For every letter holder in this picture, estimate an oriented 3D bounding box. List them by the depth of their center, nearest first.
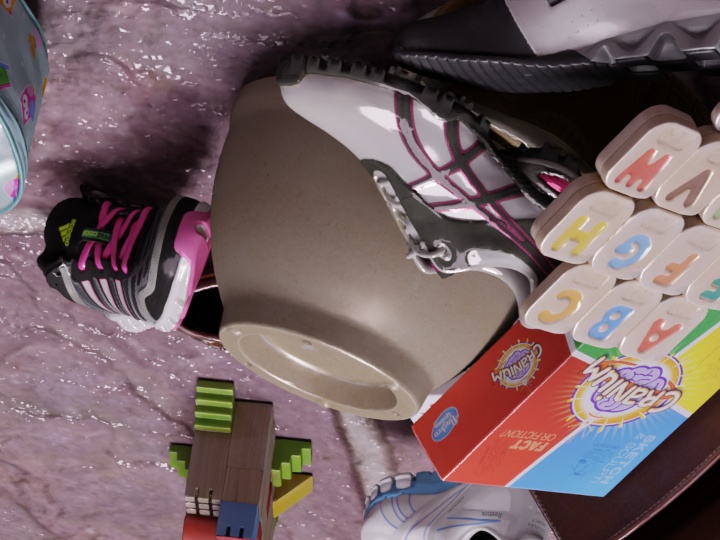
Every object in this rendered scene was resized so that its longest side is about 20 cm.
[{"bbox_3d":[0.217,0.115,1.761,0.200,0.142,0.100,-45,141,22],"label":"letter holder"}]

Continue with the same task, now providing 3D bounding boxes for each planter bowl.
[{"bbox_3d":[0.000,0.000,1.659,0.200,0.135,0.200,20,163,6],"label":"planter bowl"}]

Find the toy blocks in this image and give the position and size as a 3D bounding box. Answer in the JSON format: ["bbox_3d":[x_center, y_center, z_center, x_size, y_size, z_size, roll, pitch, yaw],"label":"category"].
[{"bbox_3d":[-0.091,0.183,2.043,0.100,0.137,0.200,6,149,3],"label":"toy blocks"}]

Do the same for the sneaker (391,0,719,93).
[{"bbox_3d":[0.113,-0.138,1.503,0.199,0.089,0.074,-5,172,11],"label":"sneaker"}]

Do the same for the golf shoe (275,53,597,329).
[{"bbox_3d":[0.039,-0.046,1.540,0.200,0.088,0.077,27,176,-12],"label":"golf shoe"}]

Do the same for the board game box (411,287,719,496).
[{"bbox_3d":[0.146,0.046,1.664,0.153,0.040,0.200,9,133,-48],"label":"board game box"}]

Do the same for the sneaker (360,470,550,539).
[{"bbox_3d":[0.057,0.172,1.912,0.075,0.087,0.200,23,152,-23],"label":"sneaker"}]

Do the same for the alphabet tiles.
[{"bbox_3d":[0.180,-0.025,1.533,0.200,0.015,0.196,17,126,-45],"label":"alphabet tiles"}]

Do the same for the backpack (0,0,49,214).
[{"bbox_3d":[-0.271,-0.092,1.607,0.199,0.154,0.176,-6,142,10],"label":"backpack"}]

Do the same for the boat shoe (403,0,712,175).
[{"bbox_3d":[0.109,-0.090,1.608,0.200,0.074,0.066,29,169,-24],"label":"boat shoe"}]

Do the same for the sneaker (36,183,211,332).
[{"bbox_3d":[-0.142,-0.011,1.758,0.087,0.074,0.200,24,167,-13],"label":"sneaker"}]

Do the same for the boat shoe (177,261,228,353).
[{"bbox_3d":[-0.018,0.027,1.808,0.199,0.071,0.070,-1,-175,12],"label":"boat shoe"}]

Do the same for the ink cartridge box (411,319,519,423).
[{"bbox_3d":[0.095,0.076,1.885,0.115,0.068,0.200,-4,148,20],"label":"ink cartridge box"}]
